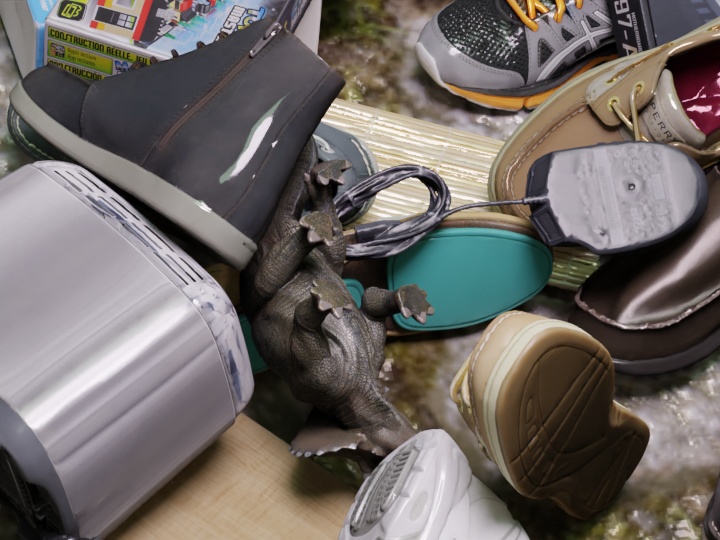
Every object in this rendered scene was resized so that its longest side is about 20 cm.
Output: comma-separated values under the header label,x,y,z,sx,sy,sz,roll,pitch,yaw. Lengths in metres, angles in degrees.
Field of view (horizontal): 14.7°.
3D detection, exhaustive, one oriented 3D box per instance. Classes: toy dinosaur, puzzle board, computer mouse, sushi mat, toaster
label,x,y,z,sx,sy,sz,roll,pitch,yaw
toy dinosaur,-0.026,0.014,1.311,0.077,0.102,0.201,-12,62,-39
puzzle board,-0.039,0.156,1.292,0.199,0.017,0.151,33,51,18
computer mouse,0.075,-0.028,1.379,0.198,0.034,0.059,-5,74,-8
sushi mat,0.036,-0.045,1.479,0.198,0.012,0.096,14,49,3
toaster,-0.139,0.040,1.290,0.129,0.114,0.200,-37,52,-20

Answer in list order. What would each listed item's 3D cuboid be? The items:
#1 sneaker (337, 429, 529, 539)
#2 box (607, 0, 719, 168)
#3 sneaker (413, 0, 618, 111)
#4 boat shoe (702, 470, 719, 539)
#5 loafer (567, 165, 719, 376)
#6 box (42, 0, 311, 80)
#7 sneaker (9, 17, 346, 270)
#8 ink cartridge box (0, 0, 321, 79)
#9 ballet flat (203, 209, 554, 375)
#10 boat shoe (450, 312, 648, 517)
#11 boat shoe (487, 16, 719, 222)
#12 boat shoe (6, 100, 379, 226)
label,x,y,z,sx,sy,sz,roll,pitch,yaw
sneaker,0.021,0.171,1.230,0.099,0.078,0.201,37,62,-13
box,0.233,-0.147,1.519,0.199,0.043,0.162,-12,93,-19
sneaker,0.120,-0.151,1.543,0.199,0.077,0.078,-19,56,-22
boat shoe,0.222,0.064,1.385,0.066,0.057,0.201,20,49,11
loafer,0.180,-0.019,1.427,0.199,0.072,0.073,-34,45,-28
box,-0.077,-0.162,1.451,0.109,0.035,0.201,17,47,8
sneaker,-0.084,-0.079,1.337,0.107,0.075,0.200,-54,43,-5
ink cartridge box,-0.093,-0.158,1.517,0.198,0.067,0.116,-9,47,-16
ballet flat,0.000,0.000,1.403,0.199,0.069,0.063,-13,35,-21
boat shoe,0.076,0.061,1.277,0.066,0.200,0.074,34,82,24
boat shoe,0.155,-0.082,1.434,0.199,0.066,0.074,-33,94,-3
boat shoe,-0.090,-0.064,1.420,0.198,0.073,0.062,14,9,8
